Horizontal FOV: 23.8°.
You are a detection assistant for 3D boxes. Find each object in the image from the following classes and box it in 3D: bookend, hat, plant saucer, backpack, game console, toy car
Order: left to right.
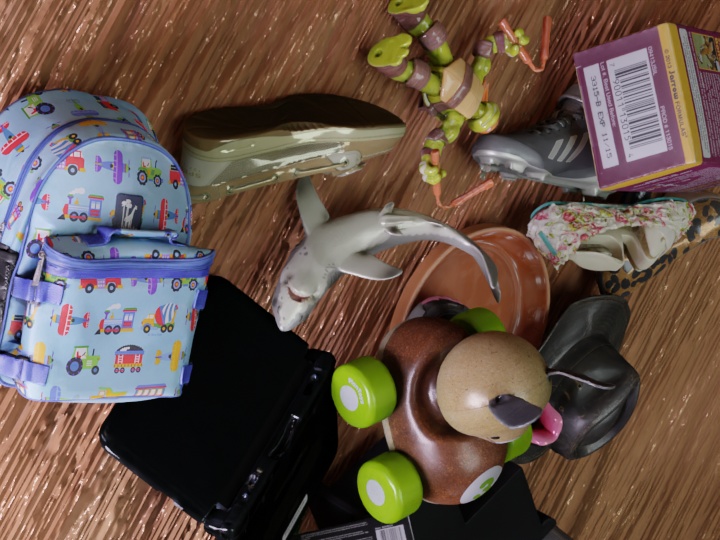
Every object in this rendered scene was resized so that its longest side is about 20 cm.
[{"bbox_3d":[-0.192,-0.020,1.217,0.181,0.134,0.202,8,100,-46],"label":"backpack"},{"bbox_3d":[-0.106,0.139,1.364,0.177,0.115,0.201,88,24,-43],"label":"game console"},{"bbox_3d":[0.067,0.219,1.598,0.198,0.092,0.201,-41,130,-24],"label":"bookend"},{"bbox_3d":[0.098,0.052,1.595,0.199,0.032,0.203,-19,120,-37],"label":"plant saucer"},{"bbox_3d":[0.105,0.112,1.371,0.163,0.199,0.160,-22,99,-37],"label":"toy car"},{"bbox_3d":[0.222,0.125,1.681,0.200,0.081,0.202,-31,141,-29],"label":"hat"}]

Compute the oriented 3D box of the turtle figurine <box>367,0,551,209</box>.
[{"bbox_3d":[0.079,-0.169,1.453,0.161,0.064,0.201,42,74,-39],"label":"turtle figurine"}]

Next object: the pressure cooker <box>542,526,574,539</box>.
[{"bbox_3d":[0.197,0.364,1.690,0.176,0.199,0.179,-48,147,-13],"label":"pressure cooker"}]

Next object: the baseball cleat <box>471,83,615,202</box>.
[{"bbox_3d":[0.173,-0.125,1.574,0.199,0.069,0.108,11,87,-50],"label":"baseball cleat"}]

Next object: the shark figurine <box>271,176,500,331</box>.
[{"bbox_3d":[0.014,-0.014,1.446,0.212,0.129,0.090,-8,157,-19],"label":"shark figurine"}]

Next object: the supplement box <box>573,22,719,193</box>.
[{"bbox_3d":[0.294,-0.146,1.583,0.199,0.102,0.133,-1,78,-54],"label":"supplement box"}]

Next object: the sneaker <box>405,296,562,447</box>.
[{"bbox_3d":[0.116,0.096,1.537,0.079,0.095,0.200,-53,127,-7],"label":"sneaker"}]

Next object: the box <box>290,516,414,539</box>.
[{"bbox_3d":[-0.050,0.263,1.452,0.197,0.035,0.111,-12,145,-2],"label":"box"}]

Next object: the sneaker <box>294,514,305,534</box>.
[{"bbox_3d":[-0.113,0.161,1.428,0.200,0.077,0.086,43,59,-45],"label":"sneaker"}]

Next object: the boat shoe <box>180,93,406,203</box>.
[{"bbox_3d":[-0.053,-0.095,1.360,0.199,0.073,0.064,-12,124,-36],"label":"boat shoe"}]

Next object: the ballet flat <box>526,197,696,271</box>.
[{"bbox_3d":[0.243,-0.029,1.618,0.198,0.064,0.076,-4,149,-30],"label":"ballet flat"}]

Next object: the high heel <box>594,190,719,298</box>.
[{"bbox_3d":[0.323,-0.016,1.744,0.198,0.071,0.144,18,92,-32],"label":"high heel"}]
